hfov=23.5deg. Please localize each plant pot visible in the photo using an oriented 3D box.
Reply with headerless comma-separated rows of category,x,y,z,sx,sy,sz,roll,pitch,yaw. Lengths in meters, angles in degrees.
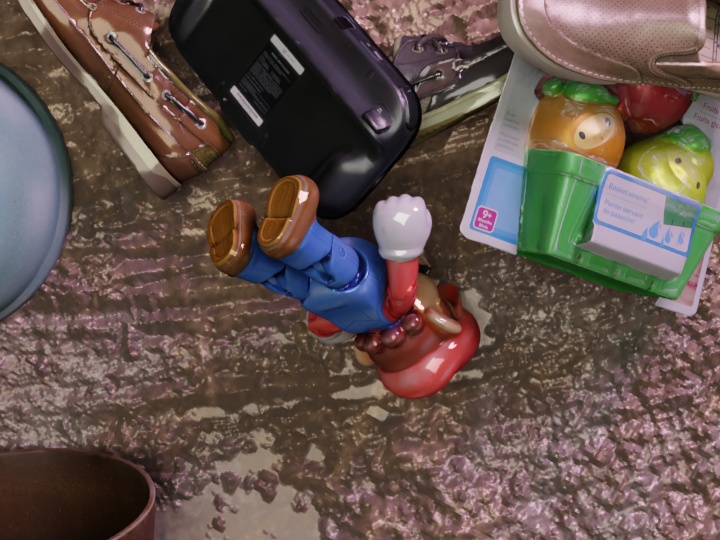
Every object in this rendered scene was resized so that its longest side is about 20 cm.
plant pot,-0.214,0.242,1.109,0.186,0.187,0.201,-2,108,6
plant pot,-0.297,-0.049,1.107,0.200,0.134,0.201,0,94,5

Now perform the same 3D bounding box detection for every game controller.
game controller,-0.046,-0.128,1.090,0.200,0.042,0.104,52,122,25

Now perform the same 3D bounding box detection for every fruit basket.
fruit basket,0.166,-0.089,1.054,0.185,0.094,0.201,19,92,-29

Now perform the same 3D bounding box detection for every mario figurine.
mario figurine,0.000,0.000,1.079,0.200,0.123,0.106,35,86,-39

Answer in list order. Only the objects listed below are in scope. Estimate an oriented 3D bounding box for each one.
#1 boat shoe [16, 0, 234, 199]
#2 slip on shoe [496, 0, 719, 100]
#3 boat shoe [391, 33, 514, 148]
boat shoe,-0.159,-0.145,1.124,0.068,0.072,0.200,-36,99,3
slip on shoe,0.176,-0.139,0.998,0.199,0.061,0.076,13,74,-23
boat shoe,0.038,-0.118,1.100,0.200,0.072,0.066,-29,96,11
